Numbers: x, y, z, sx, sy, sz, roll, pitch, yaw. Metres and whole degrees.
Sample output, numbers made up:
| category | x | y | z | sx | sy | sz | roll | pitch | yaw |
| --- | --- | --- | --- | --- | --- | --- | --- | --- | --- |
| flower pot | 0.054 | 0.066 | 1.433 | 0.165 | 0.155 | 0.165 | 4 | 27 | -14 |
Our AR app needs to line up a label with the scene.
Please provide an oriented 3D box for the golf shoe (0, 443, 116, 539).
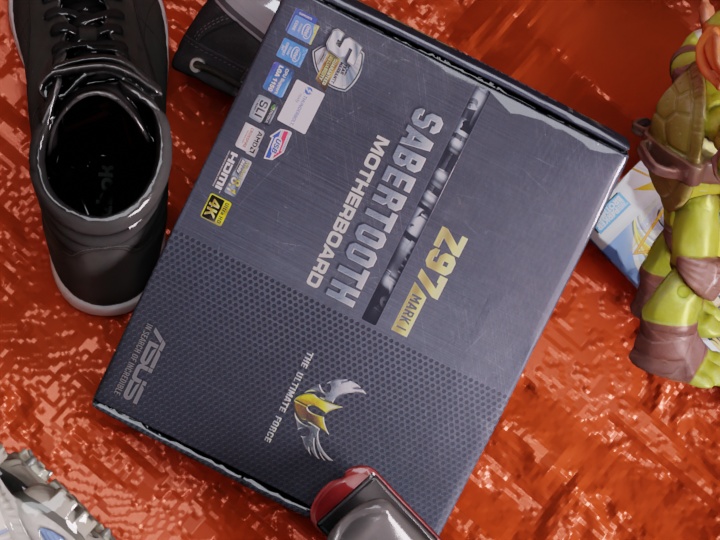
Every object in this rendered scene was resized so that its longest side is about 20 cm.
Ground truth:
| category | x | y | z | sx | sy | sz | roll | pitch | yaw |
| --- | --- | --- | --- | --- | --- | --- | --- | --- | --- |
| golf shoe | -0.181 | 0.088 | 1.003 | 0.097 | 0.078 | 0.200 | -44 | 121 | -6 |

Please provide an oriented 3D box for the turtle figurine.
| category | x | y | z | sx | sy | sz | roll | pitch | yaw |
| --- | --- | --- | --- | --- | --- | --- | --- | --- | --- |
| turtle figurine | 0.142 | -0.038 | 1.038 | 0.064 | 0.200 | 0.162 | 3 | 114 | -11 |

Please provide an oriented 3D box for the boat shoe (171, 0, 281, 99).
| category | x | y | z | sx | sy | sz | roll | pitch | yaw |
| --- | --- | --- | --- | --- | --- | --- | --- | --- | --- |
| boat shoe | 0.001 | -0.047 | 1.117 | 0.200 | 0.070 | 0.066 | 41 | 95 | -3 |

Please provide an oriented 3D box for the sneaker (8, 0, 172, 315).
| category | x | y | z | sx | sy | sz | roll | pitch | yaw |
| --- | --- | --- | --- | --- | --- | --- | --- | --- | --- |
| sneaker | -0.112 | -0.090 | 1.089 | 0.070 | 0.099 | 0.201 | -5 | 74 | -9 |

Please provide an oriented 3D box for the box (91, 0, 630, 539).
| category | x | y | z | sx | sy | sz | roll | pitch | yaw |
| --- | --- | --- | --- | --- | --- | --- | --- | --- | --- |
| box | 0.000 | 0.000 | 1.065 | 0.157 | 0.051 | 0.201 | 27 | 100 | -2 |

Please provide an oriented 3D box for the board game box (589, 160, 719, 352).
| category | x | y | z | sx | sy | sz | roll | pitch | yaw |
| --- | --- | --- | --- | --- | --- | --- | --- | --- | --- |
| board game box | 0.212 | -0.042 | 1.129 | 0.200 | 0.034 | 0.135 | -45 | 85 | 3 |

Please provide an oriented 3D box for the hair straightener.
| category | x | y | z | sx | sy | sz | roll | pitch | yaw |
| --- | --- | --- | --- | --- | --- | --- | --- | --- | --- |
| hair straightener | 0.053 | 0.168 | 1.037 | 0.041 | 0.077 | 0.200 | -36 | 108 | 3 |
